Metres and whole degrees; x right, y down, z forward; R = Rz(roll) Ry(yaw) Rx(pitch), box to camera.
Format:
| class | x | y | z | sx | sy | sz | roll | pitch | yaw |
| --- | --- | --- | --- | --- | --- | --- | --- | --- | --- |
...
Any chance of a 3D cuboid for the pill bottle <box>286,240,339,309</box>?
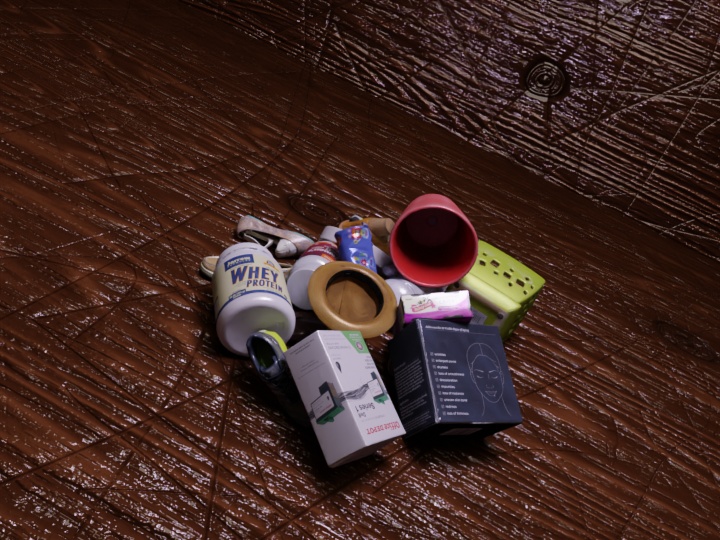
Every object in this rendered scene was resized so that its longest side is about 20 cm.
| class | x | y | z | sx | sy | sz | roll | pitch | yaw |
| --- | --- | --- | --- | --- | --- | --- | --- | --- | --- |
| pill bottle | -0.096 | 0.010 | 1.286 | 0.109 | 0.110 | 0.200 | 24 | 19 | 0 |

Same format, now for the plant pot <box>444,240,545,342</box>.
| class | x | y | z | sx | sy | sz | roll | pitch | yaw |
| --- | --- | --- | --- | --- | --- | --- | --- | --- | --- |
| plant pot | 0.301 | 0.077 | 1.423 | 0.200 | 0.199 | 0.181 | 34 | 36 | 17 |

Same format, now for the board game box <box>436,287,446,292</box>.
| class | x | y | z | sx | sy | sz | roll | pitch | yaw |
| --- | --- | --- | --- | --- | --- | --- | --- | --- | --- |
| board game box | 0.186 | 0.010 | 1.549 | 0.126 | 0.035 | 0.200 | 3 | 22 | 24 |

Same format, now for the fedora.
| class | x | y | z | sx | sy | sz | roll | pitch | yaw |
| --- | --- | --- | --- | --- | --- | --- | --- | --- | --- |
| fedora | -0.023 | 0.071 | 1.148 | 0.200 | 0.082 | 0.201 | 15 | 42 | -14 |

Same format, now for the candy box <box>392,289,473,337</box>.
| class | x | y | z | sx | sy | sz | roll | pitch | yaw |
| --- | --- | --- | --- | --- | --- | --- | --- | --- | --- |
| candy box | 0.142 | 0.108 | 1.197 | 0.136 | 0.200 | 0.061 | -4 | 65 | -5 |

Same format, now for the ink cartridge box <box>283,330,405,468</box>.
| class | x | y | z | sx | sy | sz | roll | pitch | yaw |
| --- | --- | --- | --- | --- | --- | --- | --- | --- | --- |
| ink cartridge box | -0.024 | 0.207 | 0.969 | 0.146 | 0.084 | 0.200 | 10 | 49 | -60 |

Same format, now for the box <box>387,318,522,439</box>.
| class | x | y | z | sx | sy | sz | roll | pitch | yaw |
| --- | --- | --- | --- | --- | --- | --- | --- | --- | --- |
| box | 0.177 | 0.210 | 1.111 | 0.199 | 0.124 | 0.197 | 8 | 59 | -27 |

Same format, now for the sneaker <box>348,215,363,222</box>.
| class | x | y | z | sx | sy | sz | roll | pitch | yaw |
| --- | --- | --- | --- | --- | --- | --- | --- | --- | --- |
| sneaker | 0.049 | -0.077 | 1.558 | 0.200 | 0.075 | 0.076 | 44 | 53 | -12 |

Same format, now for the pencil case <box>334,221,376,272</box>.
| class | x | y | z | sx | sy | sz | roll | pitch | yaw |
| --- | --- | --- | --- | --- | --- | --- | --- | --- | --- |
| pencil case | 0.000 | 0.000 | 1.270 | 0.087 | 0.078 | 0.201 | -4 | 75 | -30 |

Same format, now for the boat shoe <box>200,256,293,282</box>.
| class | x | y | z | sx | sy | sz | roll | pitch | yaw |
| --- | --- | --- | --- | --- | --- | --- | --- | --- | --- |
| boat shoe | -0.245 | -0.011 | 1.271 | 0.199 | 0.076 | 0.072 | 10 | 32 | -24 |

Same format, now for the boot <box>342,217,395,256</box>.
| class | x | y | z | sx | sy | sz | roll | pitch | yaw |
| --- | --- | --- | --- | --- | --- | --- | --- | --- | --- |
| boot | 0.051 | -0.059 | 1.483 | 0.144 | 0.201 | 0.071 | -3 | 46 | 39 |

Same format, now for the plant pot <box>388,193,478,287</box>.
| class | x | y | z | sx | sy | sz | roll | pitch | yaw |
| --- | --- | --- | --- | --- | --- | --- | --- | --- | --- |
| plant pot | 0.169 | -0.087 | 1.358 | 0.200 | 0.201 | 0.177 | 22 | 26 | -4 |

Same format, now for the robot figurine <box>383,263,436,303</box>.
| class | x | y | z | sx | sy | sz | roll | pitch | yaw |
| --- | --- | --- | --- | --- | --- | --- | --- | --- | --- |
| robot figurine | 0.103 | 0.063 | 1.370 | 0.200 | 0.113 | 0.170 | -25 | 92 | -52 |

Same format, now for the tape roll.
| class | x | y | z | sx | sy | sz | roll | pitch | yaw |
| --- | --- | --- | --- | --- | --- | --- | --- | --- | --- |
| tape roll | -0.008 | -0.043 | 1.431 | 0.202 | 0.037 | 0.203 | 27 | -9 | 5 |

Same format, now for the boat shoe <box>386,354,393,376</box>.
| class | x | y | z | sx | sy | sz | roll | pitch | yaw |
| --- | --- | --- | --- | --- | --- | --- | --- | --- | --- |
| boat shoe | 0.138 | 0.198 | 1.234 | 0.199 | 0.073 | 0.065 | 10 | 13 | -26 |

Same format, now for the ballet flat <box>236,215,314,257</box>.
| class | x | y | z | sx | sy | sz | roll | pitch | yaw |
| --- | --- | --- | --- | --- | --- | --- | --- | --- | --- |
| ballet flat | -0.211 | -0.069 | 1.422 | 0.199 | 0.068 | 0.067 | 19 | 48 | 1 |

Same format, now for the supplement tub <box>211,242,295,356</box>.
| class | x | y | z | sx | sy | sz | roll | pitch | yaw |
| --- | --- | --- | --- | --- | --- | --- | --- | --- | --- |
| supplement tub | -0.211 | 0.051 | 1.124 | 0.145 | 0.145 | 0.200 | 9 | 33 | -25 |

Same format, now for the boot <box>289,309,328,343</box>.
| class | x | y | z | sx | sy | sz | roll | pitch | yaw |
| --- | --- | --- | --- | --- | --- | --- | --- | --- | --- |
| boot | -0.078 | 0.150 | 1.167 | 0.166 | 0.073 | 0.200 | 7 | 33 | -6 |

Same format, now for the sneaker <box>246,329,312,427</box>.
| class | x | y | z | sx | sy | sz | roll | pitch | yaw |
| --- | --- | --- | --- | --- | --- | --- | --- | --- | --- |
| sneaker | -0.135 | 0.185 | 0.989 | 0.200 | 0.074 | 0.081 | 48 | 1 | 14 |

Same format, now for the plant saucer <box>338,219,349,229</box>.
| class | x | y | z | sx | sy | sz | roll | pitch | yaw |
| --- | --- | --- | --- | --- | --- | --- | --- | --- | --- |
| plant saucer | 0.031 | -0.090 | 1.656 | 0.200 | 0.032 | 0.200 | 19 | 29 | -11 |
